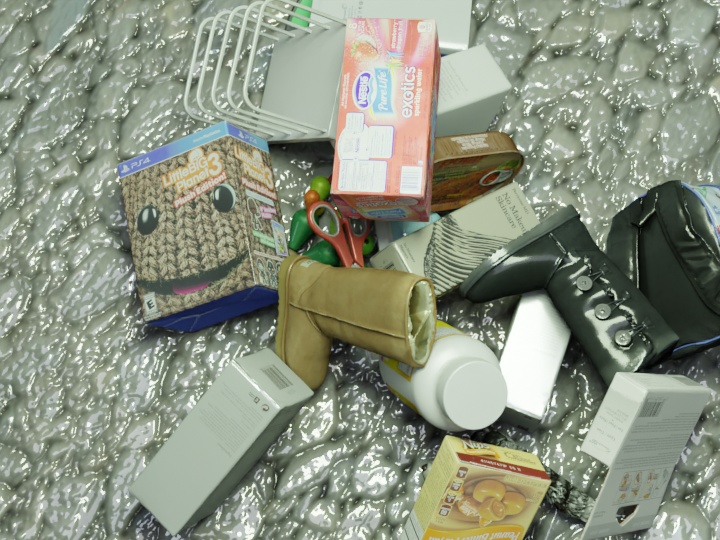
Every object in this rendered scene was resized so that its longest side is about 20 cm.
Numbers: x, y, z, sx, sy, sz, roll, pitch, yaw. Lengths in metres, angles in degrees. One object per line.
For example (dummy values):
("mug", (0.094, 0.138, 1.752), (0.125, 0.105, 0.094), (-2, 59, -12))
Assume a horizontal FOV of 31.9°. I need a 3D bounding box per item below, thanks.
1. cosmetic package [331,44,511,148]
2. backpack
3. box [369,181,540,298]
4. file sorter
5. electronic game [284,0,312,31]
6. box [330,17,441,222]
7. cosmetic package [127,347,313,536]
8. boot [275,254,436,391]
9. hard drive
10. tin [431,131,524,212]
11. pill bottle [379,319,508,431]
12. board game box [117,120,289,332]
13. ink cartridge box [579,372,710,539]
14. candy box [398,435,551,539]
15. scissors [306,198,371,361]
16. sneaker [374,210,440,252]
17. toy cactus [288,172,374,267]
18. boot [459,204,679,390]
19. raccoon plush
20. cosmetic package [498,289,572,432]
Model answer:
("cosmetic package", (0.071, -0.190, 1.507), (0.199, 0.102, 0.074), (-23, 71, -27))
("backpack", (0.378, -0.004, 1.445), (0.153, 0.199, 0.192), (-5, 74, -44))
("box", (0.116, -0.026, 1.475), (0.199, 0.068, 0.083), (-28, 86, -31))
("file sorter", (-0.111, -0.233, 1.479), (0.124, 0.200, 0.140), (14, 87, -29))
("electronic game", (0.001, -0.291, 1.603), (0.198, 0.042, 0.202), (0, 75, 1))
("box", (0.030, -0.161, 1.359), (0.102, 0.095, 0.202), (2, 75, 8))
("cosmetic package", (-0.154, 0.189, 1.404), (0.081, 0.113, 0.200), (44, 104, 11))
("boot", (-0.007, 0.075, 1.387), (0.199, 0.177, 0.066), (13, 27, 41))
("hard drive", (0.040, -0.341, 1.589), (0.198, 0.025, 0.133), (7, 68, -2))
("tin", (0.105, -0.115, 1.476), (0.199, 0.112, 0.042), (-10, 66, -38))
("pill bottle", (0.094, 0.117, 1.400), (0.103, 0.200, 0.105), (-2, 98, -15))
("board game box", (-0.181, -0.048, 1.483), (0.158, 0.097, 0.202), (-19, 74, 22))
("ink cartridge box", (0.299, 0.200, 1.378), (0.045, 0.199, 0.177), (28, 101, 33))
("candy box", (0.112, 0.284, 1.368), (0.115, 0.055, 0.201), (14, 111, -20))
("scissors", (0.000, 0.000, 1.457), (0.073, 0.014, 0.201), (-24, 90, -25))
("sneaker", (0.060, -0.040, 1.518), (0.081, 0.074, 0.202), (-8, 76, 2))
("toy cactus", (-0.057, -0.016, 1.517), (0.164, 0.102, 0.202), (-16, 77, 16))
("boot", (0.228, 0.050, 1.392), (0.164, 0.066, 0.201), (-35, 75, 0))
("raccoon plush", (0.161, 0.267, 1.429), (0.199, 0.097, 0.134), (34, 86, 9))
("cosmetic package", (0.206, 0.077, 1.471), (0.073, 0.102, 0.201), (20, 75, 7))
